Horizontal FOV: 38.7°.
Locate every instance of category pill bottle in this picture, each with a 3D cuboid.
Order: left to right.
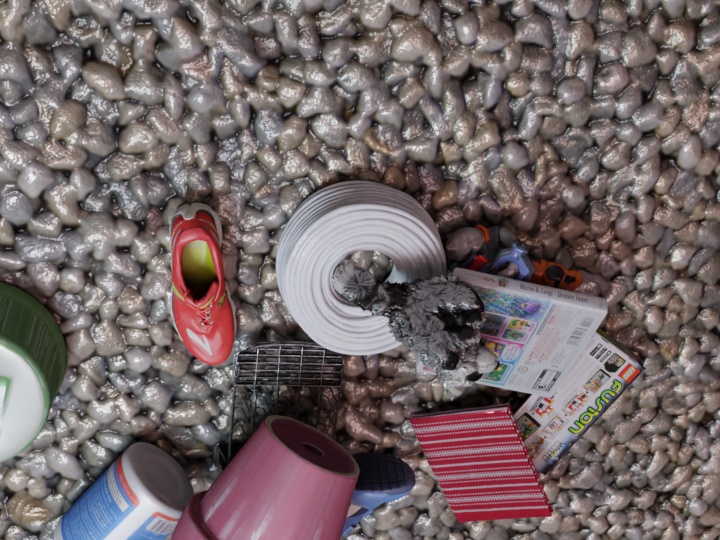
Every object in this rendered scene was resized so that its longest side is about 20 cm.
[{"bbox_3d":[-0.306,0.317,1.265,0.200,0.113,0.112,-44,117,13],"label":"pill bottle"}]

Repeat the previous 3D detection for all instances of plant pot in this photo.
[{"bbox_3d":[-0.096,0.279,1.192,0.198,0.200,0.181,25,99,-22],"label":"plant pot"}]

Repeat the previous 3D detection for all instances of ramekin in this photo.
[{"bbox_3d":[-0.432,0.120,1.143,0.196,0.098,0.204,-5,118,-9],"label":"ramekin"}]

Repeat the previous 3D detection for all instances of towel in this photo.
[{"bbox_3d":[0.161,0.257,1.350,0.142,0.023,0.202,-10,122,26],"label":"towel"}]

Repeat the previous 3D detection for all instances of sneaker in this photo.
[{"bbox_3d":[-0.182,0.028,1.152,0.075,0.085,0.203,-9,119,-5],"label":"sneaker"},{"bbox_3d":[-0.021,0.298,1.336,0.196,0.074,0.083,-14,119,6],"label":"sneaker"}]

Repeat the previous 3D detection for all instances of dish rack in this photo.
[{"bbox_3d":[-0.096,0.172,1.265,0.150,0.055,0.204,2,115,-14],"label":"dish rack"}]

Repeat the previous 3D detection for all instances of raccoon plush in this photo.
[{"bbox_3d":[0.067,0.058,1.154,0.097,0.199,0.135,-48,161,-19],"label":"raccoon plush"}]

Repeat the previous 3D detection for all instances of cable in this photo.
[{"bbox_3d":[0.000,0.000,1.179,0.198,0.070,0.201,28,112,-22],"label":"cable"}]

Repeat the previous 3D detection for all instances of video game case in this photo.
[{"bbox_3d":[0.173,0.078,1.215,0.178,0.024,0.201,12,143,-4],"label":"video game case"}]

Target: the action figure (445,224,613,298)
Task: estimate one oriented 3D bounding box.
[{"bbox_3d":[0.173,0.016,1.234,0.192,0.106,0.200,32,138,-17],"label":"action figure"}]

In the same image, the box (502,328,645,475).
[{"bbox_3d":[0.265,0.167,1.343,0.109,0.035,0.201,33,107,-24],"label":"box"}]
